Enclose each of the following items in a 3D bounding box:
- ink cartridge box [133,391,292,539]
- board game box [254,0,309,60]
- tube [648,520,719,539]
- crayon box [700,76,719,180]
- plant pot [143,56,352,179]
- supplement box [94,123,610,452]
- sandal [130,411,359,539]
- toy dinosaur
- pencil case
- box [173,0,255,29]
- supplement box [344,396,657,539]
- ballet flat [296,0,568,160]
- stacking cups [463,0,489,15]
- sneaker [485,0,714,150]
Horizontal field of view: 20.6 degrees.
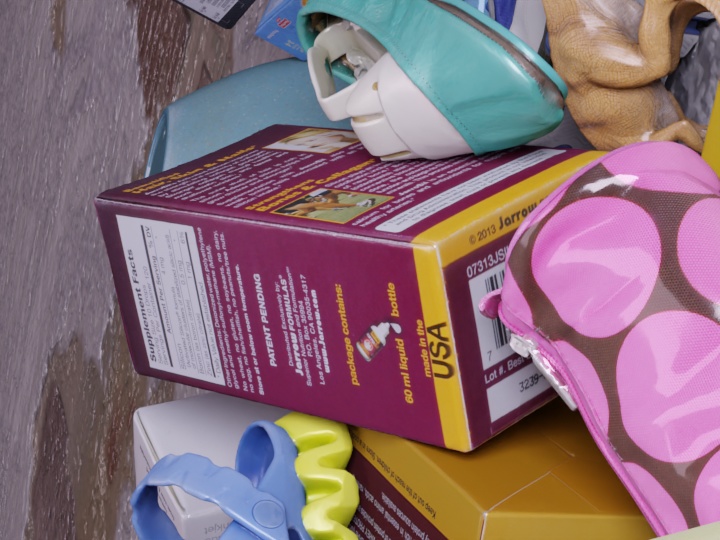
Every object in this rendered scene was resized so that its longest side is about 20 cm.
[{"bbox_3d":[-0.027,0.153,0.958,0.084,0.146,0.200,-125,29,-49],"label":"ink cartridge box"},{"bbox_3d":[0.021,-0.216,1.002,0.200,0.037,0.151,-68,15,-17],"label":"board game box"},{"bbox_3d":[0.066,0.120,0.624,0.200,0.052,0.058,-31,35,50],"label":"tube"},{"bbox_3d":[0.182,-0.054,0.624,0.200,0.051,0.127,-131,48,-61],"label":"crayon box"},{"bbox_3d":[-0.049,-0.031,1.074,0.200,0.135,0.200,-169,90,-77],"label":"plant pot"},{"bbox_3d":[0.000,0.000,0.810,0.200,0.110,0.086,9,116,45],"label":"supplement box"},{"bbox_3d":[-0.038,0.139,0.752,0.200,0.087,0.080,-107,32,-41],"label":"sandal"},{"bbox_3d":[0.094,-0.088,0.751,0.200,0.106,0.060,62,-153,-20],"label":"toy dinosaur"},{"bbox_3d":[0.121,0.058,0.647,0.200,0.094,0.091,60,-179,31],"label":"pencil case"},{"bbox_3d":[-0.031,-0.229,1.028,0.200,0.051,0.158,-30,35,66],"label":"box"},{"bbox_3d":[0.057,0.160,0.806,0.197,0.133,0.200,-145,61,-66],"label":"supplement box"},{"bbox_3d":[0.021,-0.078,0.807,0.070,0.067,0.200,-42,26,0],"label":"ballet flat"},{"bbox_3d":[0.071,-0.116,0.936,0.061,0.060,0.200,-135,49,-64],"label":"stacking cups"},{"bbox_3d":[0.085,-0.100,0.863,0.200,0.080,0.115,-63,30,33],"label":"sneaker"}]
